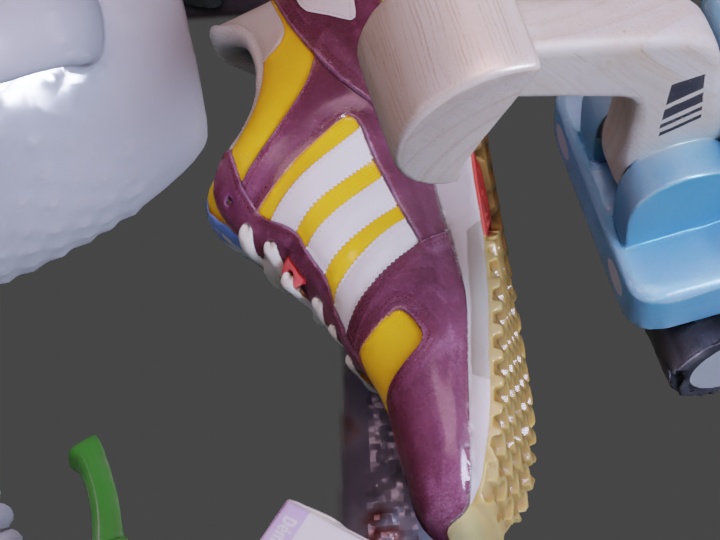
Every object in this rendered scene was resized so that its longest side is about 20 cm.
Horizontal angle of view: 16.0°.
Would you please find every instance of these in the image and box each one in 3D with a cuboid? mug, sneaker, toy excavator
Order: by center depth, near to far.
[{"bbox_3d":[0.097,-0.045,0.733,0.194,0.200,0.100,-16,65,-5],"label":"toy excavator"},{"bbox_3d":[-0.138,-0.058,0.756,0.175,0.200,0.148,-14,96,-8],"label":"mug"},{"bbox_3d":[0.000,0.000,0.795,0.090,0.075,0.200,-10,59,7],"label":"sneaker"}]

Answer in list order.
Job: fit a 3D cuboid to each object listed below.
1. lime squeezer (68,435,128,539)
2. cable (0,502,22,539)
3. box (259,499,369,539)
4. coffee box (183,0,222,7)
[{"bbox_3d":[-0.035,0.095,0.717,0.200,0.071,0.038,17,108,41],"label":"lime squeezer"},{"bbox_3d":[-0.196,0.077,0.694,0.200,0.200,0.069,-12,84,-45],"label":"cable"},{"bbox_3d":[-0.051,0.147,0.585,0.039,0.041,0.200,26,67,20],"label":"box"},{"bbox_3d":[-0.042,-0.205,0.857,0.044,0.123,0.200,13,65,10],"label":"coffee box"}]
